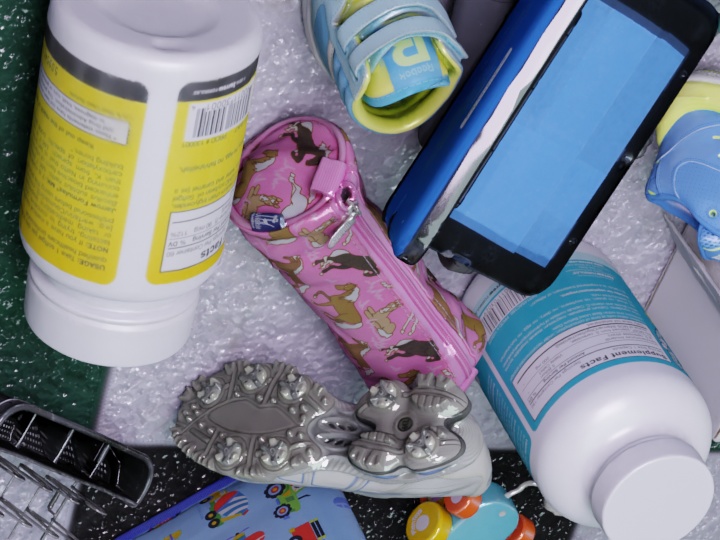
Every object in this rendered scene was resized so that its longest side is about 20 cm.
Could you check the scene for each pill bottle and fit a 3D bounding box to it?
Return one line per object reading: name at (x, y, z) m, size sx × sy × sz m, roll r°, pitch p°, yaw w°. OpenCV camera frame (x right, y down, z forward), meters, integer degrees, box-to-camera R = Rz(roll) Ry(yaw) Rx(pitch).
pill bottle at (-0.123, -0.055, 1.445) m, size 0.114 × 0.114 × 0.201 m, roll -1°, pitch 125°, yaw -21°
pill bottle at (0.138, 0.076, 1.590) m, size 0.110 × 0.200 × 0.111 m, roll -11°, pitch 128°, yaw -14°

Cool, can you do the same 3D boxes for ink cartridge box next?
ink cartridge box at (0.278, 0.028, 1.660) m, size 0.199 × 0.129 × 0.126 m, roll 9°, pitch 121°, yaw -26°

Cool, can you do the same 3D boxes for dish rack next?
dish rack at (-0.223, 0.167, 1.556) m, size 0.200 × 0.054 × 0.153 m, roll -59°, pitch 144°, yaw 0°

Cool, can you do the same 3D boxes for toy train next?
toy train at (0.084, 0.196, 1.755) m, size 0.150 × 0.056 × 0.201 m, roll -7°, pitch 130°, yaw -19°

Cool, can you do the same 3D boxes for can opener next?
can opener at (0.055, -0.161, 1.493) m, size 0.067 × 0.053 × 0.201 m, roll 18°, pitch 121°, yaw 5°

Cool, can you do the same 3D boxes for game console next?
game console at (0.112, -0.077, 1.456) m, size 0.118 × 0.171 × 0.200 m, roll 31°, pitch 99°, yaw -8°

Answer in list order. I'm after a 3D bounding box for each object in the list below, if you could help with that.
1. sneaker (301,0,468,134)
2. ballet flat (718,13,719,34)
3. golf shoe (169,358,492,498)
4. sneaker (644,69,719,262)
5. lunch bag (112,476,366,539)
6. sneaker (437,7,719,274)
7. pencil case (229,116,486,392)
sneaker at (0.010, -0.162, 1.410) m, size 0.079 × 0.131 × 0.200 m, roll -18°, pitch 129°, yaw -7°
ballet flat at (0.258, -0.221, 1.516) m, size 0.200 × 0.070 × 0.067 m, roll -45°, pitch 173°, yaw 8°
golf shoe at (-0.016, 0.108, 1.585) m, size 0.199 × 0.079 × 0.097 m, roll 5°, pitch 152°, yaw 29°
sneaker at (0.255, -0.038, 1.561) m, size 0.105 × 0.200 × 0.076 m, roll -63°, pitch 154°, yaw -7°
lunch bag at (-0.090, 0.207, 1.625) m, size 0.199 × 0.151 × 0.094 m, roll -20°, pitch 130°, yaw -8°
sneaker at (0.126, -0.078, 1.562) m, size 0.104 × 0.060 × 0.200 m, roll 13°, pitch 111°, yaw -27°
pencil case at (0.000, 0.000, 1.551) m, size 0.083 × 0.087 × 0.200 m, roll -25°, pitch 134°, yaw 13°
